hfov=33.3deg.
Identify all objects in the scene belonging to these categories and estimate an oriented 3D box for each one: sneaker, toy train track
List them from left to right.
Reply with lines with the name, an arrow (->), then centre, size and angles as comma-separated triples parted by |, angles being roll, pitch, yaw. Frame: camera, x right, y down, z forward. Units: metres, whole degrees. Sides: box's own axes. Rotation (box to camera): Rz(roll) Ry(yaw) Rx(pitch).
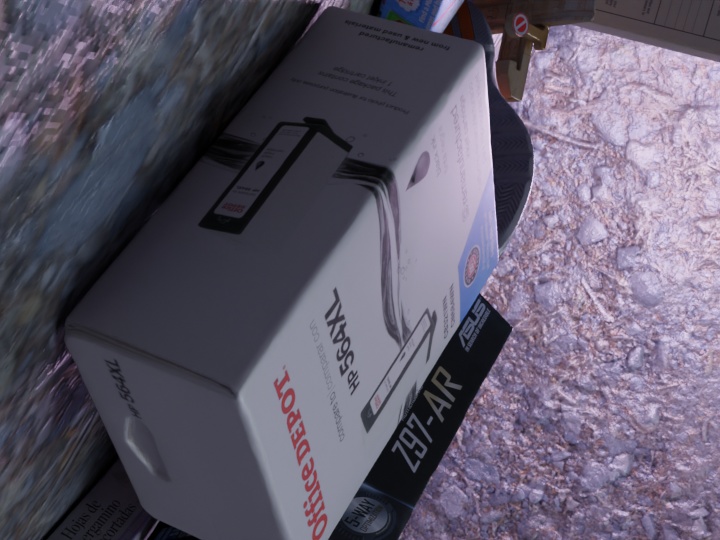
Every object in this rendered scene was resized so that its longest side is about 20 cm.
sneaker -> 0.054, -0.060, 0.719 | 0.112, 0.077, 0.201 | 97, -5, -54
toy train track -> 0.101, -0.206, 0.745 | 0.114, 0.032, 0.202 | 5, -99, 52

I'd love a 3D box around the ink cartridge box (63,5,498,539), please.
ink cartridge box -> -0.020, 0.009, 0.522 | 0.201, 0.084, 0.147 | -56, 152, -32

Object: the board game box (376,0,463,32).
board game box -> 0.071, -0.214, 0.611 | 0.152, 0.036, 0.200 | -57, 177, -26

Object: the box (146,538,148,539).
box -> -0.181, 0.276, 0.720 | 0.201, 0.104, 0.184 | -61, 175, 37

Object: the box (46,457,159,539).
box -> -0.130, 0.129, 0.710 | 0.042, 0.038, 0.200 | -62, 174, 34

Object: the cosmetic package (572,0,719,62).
cosmetic package -> 0.192, -0.211, 0.822 | 0.073, 0.198, 0.104 | -39, 145, -78

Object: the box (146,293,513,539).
box -> -0.023, 0.096, 0.655 | 0.199, 0.044, 0.161 | -24, -153, 54
